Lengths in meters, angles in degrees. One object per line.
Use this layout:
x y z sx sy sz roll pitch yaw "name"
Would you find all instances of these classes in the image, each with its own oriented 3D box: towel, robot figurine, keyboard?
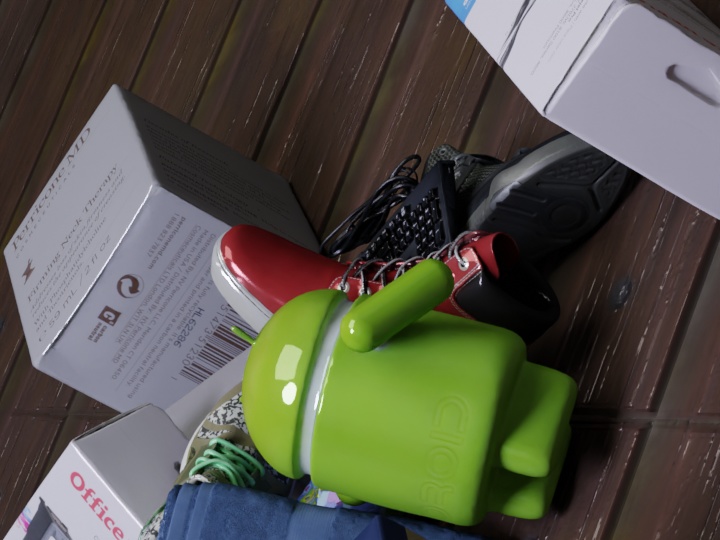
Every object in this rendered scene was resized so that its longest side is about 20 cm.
-0.025 0.188 1.531 0.049 0.199 0.112 86 -164 -56 "towel"
0.021 0.078 1.524 0.176 0.199 0.116 90 -164 -52 "robot figurine"
0.000 0.000 1.695 0.200 0.039 0.104 -49 34 45 "keyboard"

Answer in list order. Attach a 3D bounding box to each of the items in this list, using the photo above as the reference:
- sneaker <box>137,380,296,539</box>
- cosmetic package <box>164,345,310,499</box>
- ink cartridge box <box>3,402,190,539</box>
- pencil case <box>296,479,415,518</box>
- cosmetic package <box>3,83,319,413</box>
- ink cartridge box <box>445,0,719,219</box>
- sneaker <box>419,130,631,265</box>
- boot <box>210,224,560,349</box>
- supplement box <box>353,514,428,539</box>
-0.087 0.141 1.631 0.089 0.077 0.200 112 -176 -58 "sneaker"
-0.095 0.140 1.811 0.200 0.090 0.107 -41 28 41 "cosmetic package"
-0.163 0.208 1.751 0.086 0.148 0.200 -26 -22 -48 "ink cartridge box"
-0.034 0.197 1.645 0.087 0.078 0.201 26 86 49 "pencil case"
-0.143 -0.001 1.948 0.168 0.166 0.200 -55 25 13 "cosmetic package"
0.151 -0.128 1.552 0.084 0.144 0.200 -56 25 13 "ink cartridge box"
0.092 -0.053 1.667 0.199 0.076 0.115 -45 36 42 "sneaker"
0.016 0.002 1.587 0.144 0.200 0.073 -59 2 43 "boot"
0.032 0.266 1.312 0.200 0.200 0.134 -48 29 23 "supplement box"
